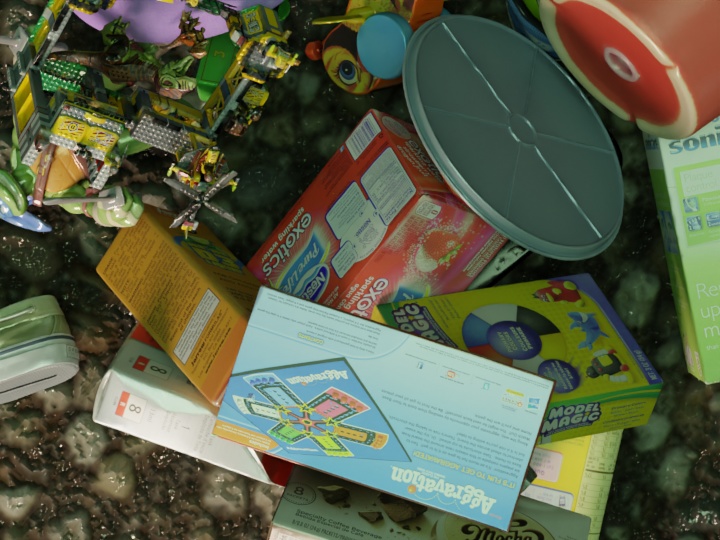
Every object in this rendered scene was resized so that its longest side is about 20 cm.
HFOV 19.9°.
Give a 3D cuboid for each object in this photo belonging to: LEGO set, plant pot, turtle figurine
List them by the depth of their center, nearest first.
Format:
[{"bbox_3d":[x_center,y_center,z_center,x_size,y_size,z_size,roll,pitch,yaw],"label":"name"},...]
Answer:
[{"bbox_3d":[-0.134,-0.115,1.329,0.200,0.116,0.154,27,118,-34],"label":"LEGO set"},{"bbox_3d":[0.231,-0.199,1.400,0.200,0.200,0.177,45,77,-2],"label":"plant pot"},{"bbox_3d":[-0.182,-0.110,1.445,0.194,0.200,0.144,-36,59,-20],"label":"turtle figurine"}]

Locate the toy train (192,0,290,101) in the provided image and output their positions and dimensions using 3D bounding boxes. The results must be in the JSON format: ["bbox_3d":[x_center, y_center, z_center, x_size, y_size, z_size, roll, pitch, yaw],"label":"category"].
[{"bbox_3d":[-0.076,-0.206,1.471,0.056,0.042,0.200,10,67,7],"label":"toy train"}]

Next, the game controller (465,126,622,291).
[{"bbox_3d":[0.093,-0.053,1.508,0.200,0.042,0.104,-40,92,2],"label":"game controller"}]

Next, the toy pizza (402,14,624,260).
[{"bbox_3d":[0.103,-0.090,1.420,0.200,0.200,0.032,49,128,-2],"label":"toy pizza"}]

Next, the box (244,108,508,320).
[{"bbox_3d":[0.000,0.000,1.439,0.095,0.100,0.200,19,119,-40],"label":"box"}]

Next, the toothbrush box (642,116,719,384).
[{"bbox_3d":[0.295,-0.031,1.485,0.145,0.086,0.201,-11,92,1],"label":"toothbrush box"}]

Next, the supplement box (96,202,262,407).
[{"bbox_3d":[-0.107,0.026,1.425,0.066,0.200,0.069,19,104,-40],"label":"supplement box"}]

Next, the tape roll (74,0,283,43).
[{"bbox_3d":[-0.126,-0.253,1.431,0.199,0.066,0.200,-6,52,8],"label":"tape roll"}]

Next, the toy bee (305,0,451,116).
[{"bbox_3d":[0.006,-0.167,1.469,0.109,0.131,0.200,26,97,32],"label":"toy bee"}]

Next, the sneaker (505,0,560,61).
[{"bbox_3d":[0.117,-0.249,1.473,0.078,0.089,0.200,-27,93,1],"label":"sneaker"}]

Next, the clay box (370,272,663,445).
[{"bbox_3d":[0.091,0.066,1.395,0.200,0.115,0.048,-8,136,-26],"label":"clay box"}]

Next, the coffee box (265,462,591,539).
[{"bbox_3d":[0.039,0.190,1.326,0.199,0.113,0.080,18,121,4],"label":"coffee box"}]

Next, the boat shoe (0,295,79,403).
[{"bbox_3d":[-0.307,0.074,1.517,0.199,0.072,0.062,-16,68,-2],"label":"boat shoe"}]

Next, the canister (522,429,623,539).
[{"bbox_3d":[0.114,0.150,1.498,0.148,0.087,0.201,13,92,2],"label":"canister"}]

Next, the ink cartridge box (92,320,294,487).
[{"bbox_3d":[-0.078,0.095,1.457,0.199,0.162,0.050,17,106,0],"label":"ink cartridge box"}]

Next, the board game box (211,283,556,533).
[{"bbox_3d":[0.015,0.088,1.310,0.199,0.019,0.103,18,85,4],"label":"board game box"}]

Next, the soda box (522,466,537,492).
[{"bbox_3d":[0.029,0.188,1.429,0.200,0.068,0.063,-43,83,7],"label":"soda box"}]
